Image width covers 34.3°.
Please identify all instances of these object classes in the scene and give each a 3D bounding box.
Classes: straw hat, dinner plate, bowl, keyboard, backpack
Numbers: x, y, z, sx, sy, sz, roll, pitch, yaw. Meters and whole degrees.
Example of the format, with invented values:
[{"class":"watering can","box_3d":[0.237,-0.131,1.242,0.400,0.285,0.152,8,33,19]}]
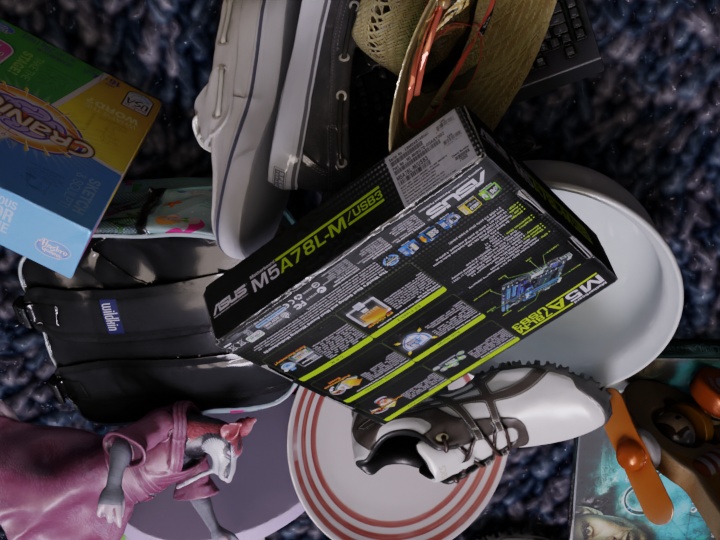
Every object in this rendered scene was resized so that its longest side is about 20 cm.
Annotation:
[{"class":"straw hat","box_3d":[0.042,-0.156,0.708,0.085,0.201,0.203,28,124,22]},{"class":"dinner plate","box_3d":[0.032,0.133,0.951,0.198,0.024,0.203,-2,95,-21]},{"class":"bowl","box_3d":[0.136,-0.009,0.858,0.199,0.091,0.203,8,132,9]},{"class":"keyboard","box_3d":[0.070,-0.119,0.808,0.198,0.021,0.129,-19,76,16]},{"class":"backpack","box_3d":[-0.129,0.019,0.872,0.198,0.151,0.179,-3,123,17]}]

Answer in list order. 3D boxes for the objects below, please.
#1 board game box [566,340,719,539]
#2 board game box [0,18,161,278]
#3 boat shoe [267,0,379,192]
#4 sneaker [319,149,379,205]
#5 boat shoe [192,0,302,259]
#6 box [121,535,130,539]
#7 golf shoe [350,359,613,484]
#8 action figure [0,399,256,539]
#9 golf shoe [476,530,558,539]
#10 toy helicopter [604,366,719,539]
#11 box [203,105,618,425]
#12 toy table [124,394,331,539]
[{"class":"board game box","box_3d":[0.248,0.149,0.990,0.133,0.028,0.202,0,121,4]},{"class":"board game box","box_3d":[-0.229,-0.093,0.787,0.152,0.201,0.041,26,120,-12]},{"class":"boat shoe","box_3d":[-0.009,-0.145,0.762,0.065,0.202,0.070,12,163,2]},{"class":"sneaker","box_3d":[0.000,0.000,0.830,0.073,0.081,0.202,-15,133,-30]},{"class":"boat shoe","box_3d":[-0.082,-0.105,0.790,0.065,0.072,0.203,3,77,18]},{"class":"box","box_3d":[-0.198,0.302,1.112,0.198,0.041,0.157,18,120,-4]},{"class":"golf shoe","box_3d":[0.087,0.121,0.864,0.198,0.095,0.078,-4,133,20]},{"class":"action figure","box_3d":[-0.166,0.142,0.849,0.198,0.150,0.134,-25,142,5]},{"class":"golf shoe","box_3d":[0.182,0.305,1.041,0.198,0.095,0.078,27,120,-9]},{"class":"toy helicopter","box_3d":[0.247,0.153,0.858,0.131,0.201,0.079,12,123,-24]},{"class":"box","box_3d":[0.036,0.009,0.727,0.199,0.048,0.193,-35,146,19]},{"class":"toy table","box_3d":[-0.111,0.198,0.975,0.198,0.184,0.118,-12,137,-26]}]
